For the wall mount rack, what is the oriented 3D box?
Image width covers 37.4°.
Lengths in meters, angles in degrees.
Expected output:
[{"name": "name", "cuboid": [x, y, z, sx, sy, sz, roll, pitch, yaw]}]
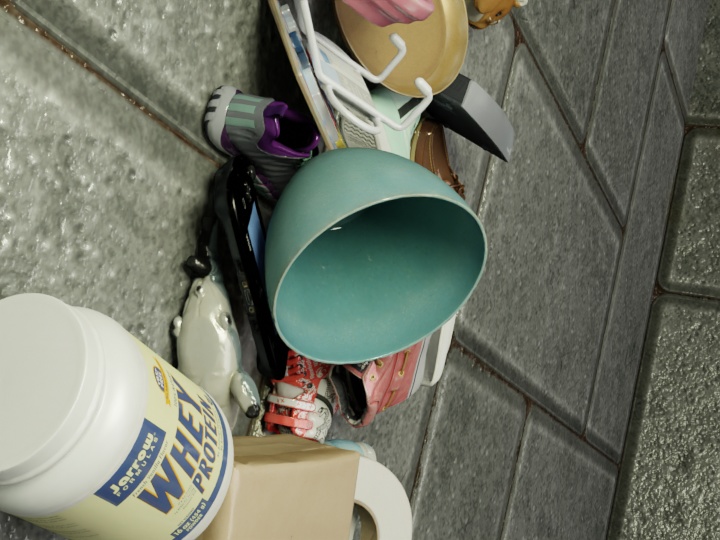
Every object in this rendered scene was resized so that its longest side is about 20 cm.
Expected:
[{"name": "wall mount rack", "cuboid": [-0.020, -0.216, 0.992, 0.173, 0.075, 0.200, 32, 22, -28]}]

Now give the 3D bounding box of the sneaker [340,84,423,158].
[{"name": "sneaker", "cuboid": [0.047, -0.126, 1.245, 0.118, 0.073, 0.201, -49, 137, -39]}]

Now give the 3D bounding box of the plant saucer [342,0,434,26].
[{"name": "plant saucer", "cuboid": [-0.017, -0.296, 0.985, 0.051, 0.201, 0.200, -44, 161, 18]}]

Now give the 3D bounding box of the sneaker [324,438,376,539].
[{"name": "sneaker", "cuboid": [-0.053, 0.284, 1.202, 0.082, 0.074, 0.201, 21, 83, -33]}]

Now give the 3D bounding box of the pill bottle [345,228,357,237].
[{"name": "pill bottle", "cuboid": [0.000, 0.000, 1.153, 0.110, 0.109, 0.201, -60, 147, -37]}]

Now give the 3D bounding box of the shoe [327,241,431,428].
[{"name": "shoe", "cuboid": [0.022, 0.069, 1.077, 0.091, 0.071, 0.201, -33, 141, -38]}]

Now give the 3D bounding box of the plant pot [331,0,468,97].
[{"name": "plant pot", "cuboid": [0.040, -0.285, 1.162, 0.199, 0.027, 0.202, 9, 77, -40]}]

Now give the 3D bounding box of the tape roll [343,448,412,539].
[{"name": "tape roll", "cuboid": [-0.033, 0.293, 1.151, 0.202, 0.037, 0.205, -6, 101, -33]}]

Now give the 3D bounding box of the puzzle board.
[{"name": "puzzle board", "cuboid": [-0.040, -0.163, 1.027, 0.200, 0.017, 0.151, 64, 5, -49]}]

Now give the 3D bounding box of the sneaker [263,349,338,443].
[{"name": "sneaker", "cuboid": [-0.066, 0.105, 1.098, 0.202, 0.067, 0.108, 71, 35, -48]}]

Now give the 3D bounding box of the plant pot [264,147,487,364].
[{"name": "plant pot", "cuboid": [-0.003, -0.032, 0.962, 0.135, 0.199, 0.201, 63, -1, 41]}]

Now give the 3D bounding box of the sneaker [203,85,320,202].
[{"name": "sneaker", "cuboid": [-0.066, -0.109, 1.009, 0.200, 0.087, 0.075, 31, 72, -62]}]

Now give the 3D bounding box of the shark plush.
[{"name": "shark plush", "cuboid": [-0.144, 0.055, 0.971, 0.083, 0.090, 0.202, -13, 89, -83]}]

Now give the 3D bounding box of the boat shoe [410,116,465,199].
[{"name": "boat shoe", "cuboid": [0.106, -0.103, 1.385, 0.072, 0.067, 0.201, -45, 136, -50]}]

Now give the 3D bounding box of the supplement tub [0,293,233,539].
[{"name": "supplement tub", "cuboid": [-0.192, 0.114, 0.753, 0.200, 0.144, 0.146, 53, 51, -56]}]

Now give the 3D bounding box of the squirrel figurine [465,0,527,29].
[{"name": "squirrel figurine", "cuboid": [0.171, -0.411, 1.355, 0.187, 0.141, 0.201, 56, 50, -63]}]

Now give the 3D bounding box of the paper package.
[{"name": "paper package", "cuboid": [-0.101, 0.260, 0.993, 0.190, 0.103, 0.202, 7, 91, -51]}]

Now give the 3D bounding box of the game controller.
[{"name": "game controller", "cuboid": [-0.095, 0.000, 0.969, 0.104, 0.042, 0.201, -109, -175, -63]}]

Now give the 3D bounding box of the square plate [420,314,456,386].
[{"name": "square plate", "cuboid": [0.069, 0.038, 1.247, 0.028, 0.200, 0.200, 17, 80, -21]}]

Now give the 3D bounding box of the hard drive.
[{"name": "hard drive", "cuboid": [0.116, -0.203, 1.297, 0.042, 0.135, 0.200, -56, 154, 2]}]
